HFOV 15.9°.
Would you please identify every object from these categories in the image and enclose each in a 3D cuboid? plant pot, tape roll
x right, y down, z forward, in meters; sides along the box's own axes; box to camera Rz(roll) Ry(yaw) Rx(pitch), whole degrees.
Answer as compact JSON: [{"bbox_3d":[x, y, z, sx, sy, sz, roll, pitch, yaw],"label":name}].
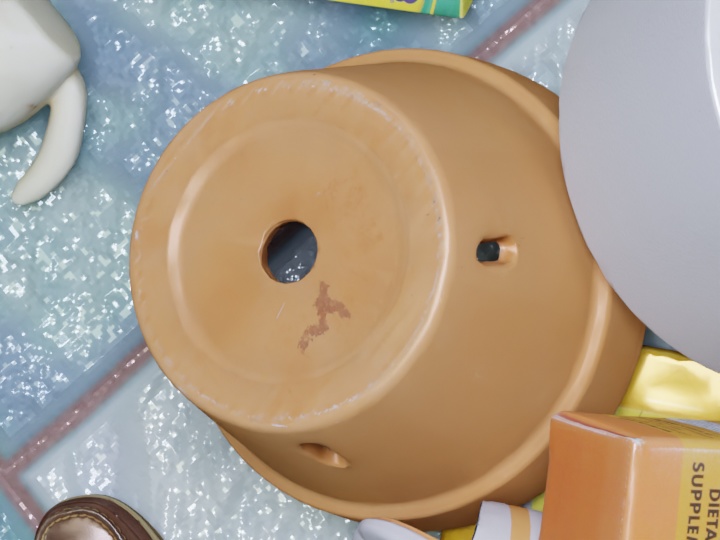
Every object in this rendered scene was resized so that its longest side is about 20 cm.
[{"bbox_3d":[0.000,0.000,1.024,0.200,0.140,0.201,-4,80,24],"label":"plant pot"},{"bbox_3d":[0.191,-0.062,0.967,0.202,0.139,0.203,3,79,-17],"label":"tape roll"}]

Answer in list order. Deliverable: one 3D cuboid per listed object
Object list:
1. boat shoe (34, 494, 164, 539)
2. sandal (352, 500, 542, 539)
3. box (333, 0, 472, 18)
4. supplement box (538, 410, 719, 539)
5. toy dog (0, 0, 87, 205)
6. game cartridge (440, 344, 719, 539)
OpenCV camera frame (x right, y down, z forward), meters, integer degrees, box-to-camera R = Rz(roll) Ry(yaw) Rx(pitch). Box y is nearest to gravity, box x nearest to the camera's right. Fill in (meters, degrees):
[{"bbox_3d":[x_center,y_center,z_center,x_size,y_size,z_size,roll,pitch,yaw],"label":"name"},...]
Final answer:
[{"bbox_3d":[-0.098,0.193,1.090,0.072,0.068,0.201,-15,84,11],"label":"boat shoe"},{"bbox_3d":[0.094,0.136,1.025,0.206,0.079,0.059,27,69,-5],"label":"sandal"},{"bbox_3d":[-0.020,-0.173,1.081,0.199,0.048,0.118,8,121,11],"label":"box"},{"bbox_3d":[0.170,0.094,0.987,0.200,0.069,0.067,4,93,-28],"label":"supplement box"},{"bbox_3d":[-0.234,-0.096,1.116,0.200,0.140,0.194,-27,118,8],"label":"toy dog"},{"bbox_3d":[0.117,0.133,1.068,0.176,0.032,0.201,10,88,12],"label":"game cartridge"}]
